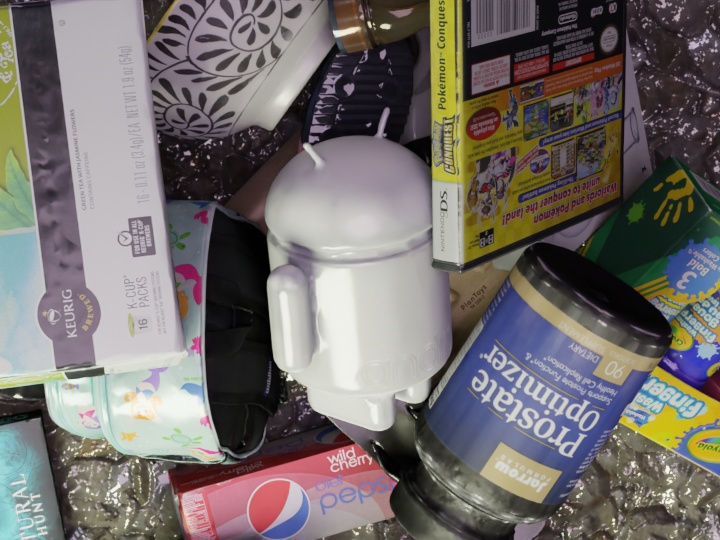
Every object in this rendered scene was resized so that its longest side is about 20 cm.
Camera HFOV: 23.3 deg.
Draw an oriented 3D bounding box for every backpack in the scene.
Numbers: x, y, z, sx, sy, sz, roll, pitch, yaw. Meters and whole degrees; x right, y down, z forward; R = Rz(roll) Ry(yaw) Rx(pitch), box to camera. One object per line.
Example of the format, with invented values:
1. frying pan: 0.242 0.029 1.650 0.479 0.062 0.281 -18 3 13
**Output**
1. backpack: -0.128 0.040 1.142 0.150 0.200 0.178 0 84 1

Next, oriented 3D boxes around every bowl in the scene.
1. bowl: -0.071 -0.153 1.140 0.094 0.201 0.201 36 92 -6

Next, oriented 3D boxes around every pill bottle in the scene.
1. pill bottle: 0.105 0.091 1.132 0.112 0.112 0.200 28 106 -12

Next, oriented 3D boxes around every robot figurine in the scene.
1. robot figurine: 0.000 0.000 1.107 0.113 0.170 0.200 13 122 31

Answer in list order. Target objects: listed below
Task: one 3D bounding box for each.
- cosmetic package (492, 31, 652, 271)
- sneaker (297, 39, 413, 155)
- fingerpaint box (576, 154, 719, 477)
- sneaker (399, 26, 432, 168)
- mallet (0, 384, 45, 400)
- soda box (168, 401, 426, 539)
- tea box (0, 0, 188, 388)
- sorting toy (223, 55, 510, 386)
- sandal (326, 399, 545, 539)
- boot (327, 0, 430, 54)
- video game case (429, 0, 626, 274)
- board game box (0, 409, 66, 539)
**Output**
1. cosmetic package: 0.130 -0.120 1.194 0.151 0.052 0.200 -42 127 -42
2. sneaker: -0.019 -0.076 1.182 0.070 0.082 0.200 10 107 -20
3. fingerpaint box: 0.240 0.039 1.233 0.200 0.073 0.167 30 113 -32
4. sneaker: 0.041 -0.085 1.212 0.088 0.074 0.200 11 84 -4
5. mallet: -0.164 0.080 1.251 0.200 0.041 0.066 17 94 -15
6. soda box: -0.035 0.154 1.263 0.200 0.070 0.063 -15 102 -8
7. tea box: -0.206 -0.035 0.970 0.197 0.134 0.200 -8 86 -8
8. sorting toy: 0.027 -0.033 1.267 0.200 0.036 0.185 45 90 -8
9. sandal: 0.048 0.132 1.215 0.200 0.045 0.075 41 88 -13
10. boot: 0.034 -0.221 1.132 0.097 0.200 0.075 -7 142 13
11. video game case: 0.109 -0.109 1.101 0.200 0.025 0.181 -22 116 -49
12. board game box: -0.277 0.210 1.255 0.135 0.028 0.200 -11 100 -8
